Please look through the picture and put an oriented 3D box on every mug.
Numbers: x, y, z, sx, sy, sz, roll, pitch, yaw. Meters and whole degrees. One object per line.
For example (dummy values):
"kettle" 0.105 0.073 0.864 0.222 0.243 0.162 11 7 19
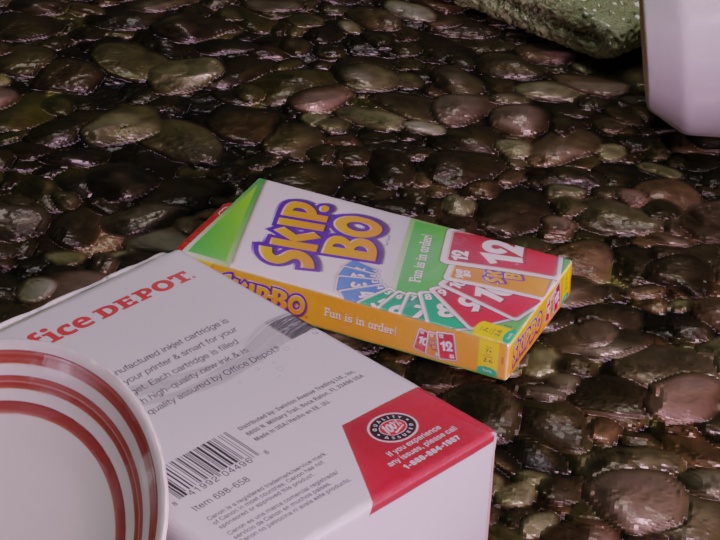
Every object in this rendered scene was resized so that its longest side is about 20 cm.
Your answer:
"mug" 0.242 -0.131 1.361 0.152 0.187 0.151 -4 62 5

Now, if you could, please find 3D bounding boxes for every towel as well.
"towel" 0.139 -0.194 1.518 0.148 0.037 0.199 -22 37 -35

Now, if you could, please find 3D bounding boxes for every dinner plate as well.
"dinner plate" -0.159 0.117 0.890 0.199 0.024 0.202 -15 52 19

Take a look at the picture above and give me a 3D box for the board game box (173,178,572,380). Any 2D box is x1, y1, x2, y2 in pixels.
"board game box" 0.000 0.000 1.186 0.198 0.030 0.096 13 31 20

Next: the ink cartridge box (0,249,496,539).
"ink cartridge box" -0.064 0.084 0.974 0.144 0.084 0.199 -25 41 -38
